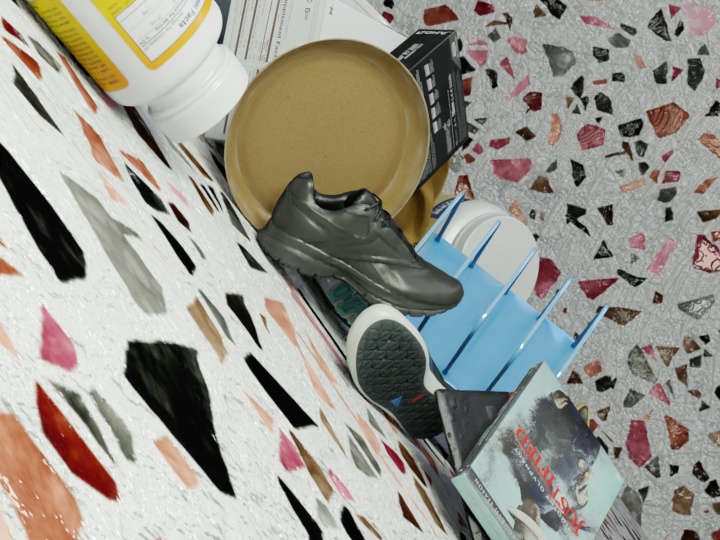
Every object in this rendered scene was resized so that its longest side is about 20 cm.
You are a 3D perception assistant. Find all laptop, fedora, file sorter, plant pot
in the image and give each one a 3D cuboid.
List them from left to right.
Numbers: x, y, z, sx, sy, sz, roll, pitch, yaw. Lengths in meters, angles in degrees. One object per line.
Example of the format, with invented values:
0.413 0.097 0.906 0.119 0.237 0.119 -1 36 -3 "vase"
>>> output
-0.032 -0.117 1.333 0.200 0.200 0.027 50 -1 -30 "plant pot"
0.026 -0.085 1.620 0.201 0.200 0.082 45 13 -50 "fedora"
0.131 0.042 1.469 0.199 0.139 0.123 38 -31 6 "file sorter"
0.121 0.212 1.344 0.199 0.103 0.179 7 62 -47 "laptop"

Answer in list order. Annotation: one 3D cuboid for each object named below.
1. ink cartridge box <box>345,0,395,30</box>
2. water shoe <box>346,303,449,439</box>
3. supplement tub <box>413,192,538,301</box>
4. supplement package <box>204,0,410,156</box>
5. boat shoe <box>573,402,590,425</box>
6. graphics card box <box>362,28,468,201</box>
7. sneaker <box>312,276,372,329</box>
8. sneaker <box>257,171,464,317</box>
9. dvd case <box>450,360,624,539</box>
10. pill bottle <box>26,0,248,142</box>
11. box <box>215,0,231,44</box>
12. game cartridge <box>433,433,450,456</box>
-0.046 -0.213 1.643 0.085 0.200 0.146 44 6 4 "ink cartridge box"
0.027 0.081 1.318 0.079 0.071 0.201 64 2 40 "water shoe"
0.108 -0.018 1.754 0.145 0.145 0.199 50 -18 -29 "supplement tub"
-0.046 -0.183 1.453 0.110 0.158 0.199 11 0 27 "supplement package"
0.217 0.226 1.646 0.073 0.062 0.201 50 37 -30 "boat shoe"
0.045 -0.152 1.460 0.200 0.050 0.127 -46 133 -49 "graphics card box"
-0.028 -0.009 1.437 0.201 0.077 0.091 61 -7 26 "sneaker"
0.010 -0.023 1.314 0.198 0.092 0.076 22 14 -15 "sneaker"
0.165 0.190 1.306 0.147 0.022 0.200 56 38 -7 "dvd case"
-0.175 -0.198 1.102 0.200 0.111 0.111 51 8 -29 "pill bottle"
-0.113 -0.306 1.588 0.123 0.201 0.198 35 9 -1 "box"
0.079 0.137 1.547 0.130 0.038 0.201 55 6 -33 "game cartridge"
